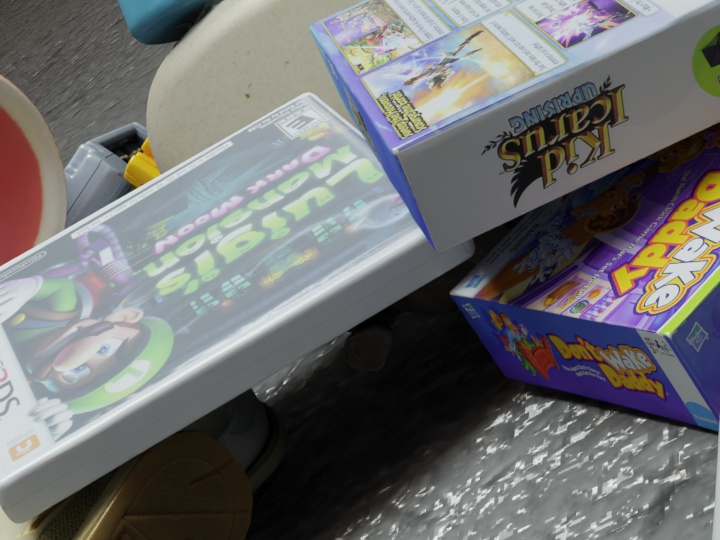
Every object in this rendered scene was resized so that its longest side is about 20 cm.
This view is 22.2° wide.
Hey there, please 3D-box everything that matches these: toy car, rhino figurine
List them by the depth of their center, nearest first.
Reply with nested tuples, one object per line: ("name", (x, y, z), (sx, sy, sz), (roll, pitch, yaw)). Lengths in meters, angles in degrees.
("rhino figurine", (0.000, 0.000, 0.779), (0.198, 0.060, 0.088), (-15, 25, 16))
("toy car", (0.004, -0.094, 0.939), (0.176, 0.186, 0.200), (-27, -8, 24))

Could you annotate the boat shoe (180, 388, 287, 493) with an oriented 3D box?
("boat shoe", (-0.091, 0.057, 0.832), (0.075, 0.069, 0.200), (-39, 19, -8))

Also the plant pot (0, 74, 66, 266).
("plant pot", (-0.256, -0.039, 0.949), (0.176, 0.201, 0.201), (6, 44, 50))

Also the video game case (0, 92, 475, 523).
("video game case", (-0.073, 0.004, 0.744), (0.199, 0.024, 0.182), (-30, 28, -8))

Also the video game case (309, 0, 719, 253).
("video game case", (0.082, -0.093, 0.711), (0.180, 0.046, 0.200), (-24, 22, -1))

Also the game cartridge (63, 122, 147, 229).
("game cartridge", (-0.171, -0.021, 1.095), (0.134, 0.040, 0.200), (-52, 3, 9))

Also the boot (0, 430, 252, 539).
("boot", (-0.141, 0.147, 0.709), (0.201, 0.073, 0.155), (-54, 21, -25))

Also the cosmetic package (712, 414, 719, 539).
("cosmetic package", (0.120, 0.090, 0.330), (0.081, 0.113, 0.200), (-25, 20, 27))

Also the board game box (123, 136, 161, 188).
("board game box", (-0.169, 0.044, 0.935), (0.200, 0.026, 0.201), (-54, 4, 40))

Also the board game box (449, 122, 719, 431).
("board game box", (0.143, -0.035, 0.665), (0.200, 0.045, 0.134), (-44, 24, -18))
